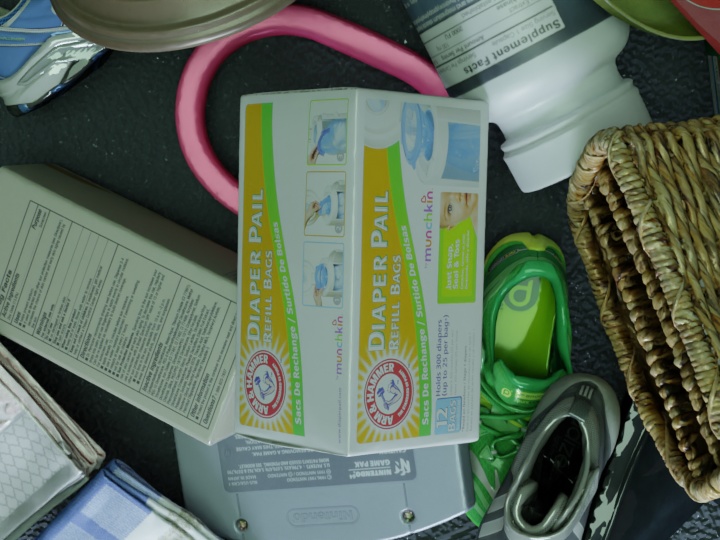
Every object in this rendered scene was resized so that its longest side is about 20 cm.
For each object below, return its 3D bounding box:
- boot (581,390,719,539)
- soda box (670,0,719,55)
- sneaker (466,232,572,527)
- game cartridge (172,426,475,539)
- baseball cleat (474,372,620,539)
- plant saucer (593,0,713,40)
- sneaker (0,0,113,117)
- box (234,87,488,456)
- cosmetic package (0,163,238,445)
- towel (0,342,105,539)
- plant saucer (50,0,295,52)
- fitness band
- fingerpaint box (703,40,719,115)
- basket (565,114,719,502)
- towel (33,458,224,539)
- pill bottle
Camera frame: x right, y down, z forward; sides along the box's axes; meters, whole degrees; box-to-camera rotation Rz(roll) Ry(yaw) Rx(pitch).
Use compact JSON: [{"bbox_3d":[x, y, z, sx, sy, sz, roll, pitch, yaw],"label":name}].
[{"bbox_3d":[0.234,0.149,0.956,0.167,0.076,0.202,21,94,6],"label":"boot"},{"bbox_3d":[0.178,-0.205,0.817,0.200,0.070,0.064,40,62,-21],"label":"soda box"},{"bbox_3d":[0.094,0.078,0.954,0.073,0.084,0.202,4,100,1],"label":"sneaker"},{"bbox_3d":[-0.026,0.113,0.976,0.198,0.040,0.135,-6,92,19],"label":"game cartridge"},{"bbox_3d":[0.099,0.158,0.896,0.069,0.106,0.202,18,112,16],"label":"baseball cleat"},{"bbox_3d":[0.160,-0.226,0.874,0.031,0.199,0.201,-21,99,52],"label":"plant saucer"},{"bbox_3d":[-0.161,-0.180,0.942,0.199,0.076,0.077,-34,98,7],"label":"sneaker"},{"bbox_3d":[0.000,0.000,0.866,0.101,0.112,0.202,4,94,46],"label":"box"},{"bbox_3d":[-0.147,0.017,0.951,0.199,0.071,0.106,27,103,15],"label":"cosmetic package"},{"bbox_3d":[-0.292,0.110,0.987,0.191,0.032,0.200,47,120,-6],"label":"towel"},{"bbox_3d":[-0.097,-0.208,0.885,0.198,0.201,0.030,-15,137,8],"label":"plant saucer"},{"bbox_3d":[-0.023,-0.088,0.964,0.199,0.037,0.145,24,100,0],"label":"fitness band"},{"bbox_3d":[0.309,-0.058,0.918,0.165,0.073,0.202,-8,98,6],"label":"fingerpaint box"},{"bbox_3d":[0.179,0.026,0.840,0.143,0.148,0.202,-35,71,51],"label":"basket"},{"bbox_3d":[-0.131,0.224,0.997,0.200,0.024,0.147,38,110,-17],"label":"towel"},{"bbox_3d":[0.093,-0.157,0.900,0.119,0.120,0.201,-27,96,9],"label":"pill bottle"}]
